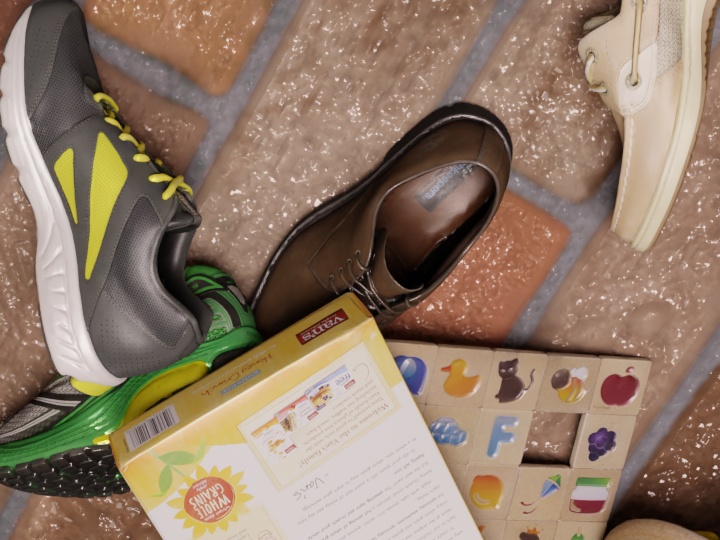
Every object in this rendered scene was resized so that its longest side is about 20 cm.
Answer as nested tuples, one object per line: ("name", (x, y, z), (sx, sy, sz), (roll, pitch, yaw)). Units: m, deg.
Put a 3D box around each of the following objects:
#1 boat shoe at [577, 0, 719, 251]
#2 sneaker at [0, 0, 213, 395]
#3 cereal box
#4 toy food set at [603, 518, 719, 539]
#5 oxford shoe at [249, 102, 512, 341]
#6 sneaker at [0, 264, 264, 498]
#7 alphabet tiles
("boat shoe", (0.141, -0.111, 0.732), (0.064, 0.072, 0.202), (10, 108, 8))
("sneaker", (-0.123, -0.042, 0.745), (0.084, 0.074, 0.202), (-11, 90, 12))
("cereal box", (-0.020, 0.130, 0.758), (0.143, 0.040, 0.201), (-29, 118, -7))
("toy food set", (0.204, 0.219, 0.797), (0.048, 0.198, 0.201), (-29, 96, -25))
("oxford shoe", (0.000, 0.000, 0.768), (0.072, 0.085, 0.200), (36, 109, -12))
("sneaker", (-0.132, 0.067, 0.812), (0.199, 0.086, 0.078), (-28, 148, 23))
("alphabet tiles", (0.054, 0.120, 0.808), (0.198, 0.008, 0.169), (5, 109, -22))
